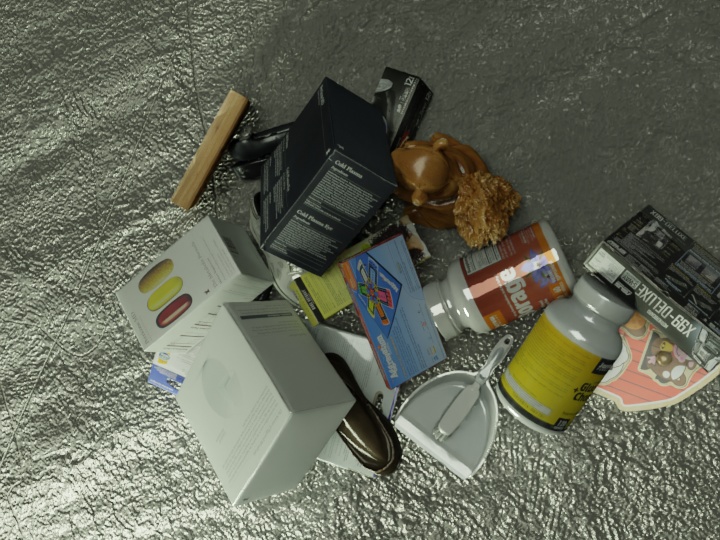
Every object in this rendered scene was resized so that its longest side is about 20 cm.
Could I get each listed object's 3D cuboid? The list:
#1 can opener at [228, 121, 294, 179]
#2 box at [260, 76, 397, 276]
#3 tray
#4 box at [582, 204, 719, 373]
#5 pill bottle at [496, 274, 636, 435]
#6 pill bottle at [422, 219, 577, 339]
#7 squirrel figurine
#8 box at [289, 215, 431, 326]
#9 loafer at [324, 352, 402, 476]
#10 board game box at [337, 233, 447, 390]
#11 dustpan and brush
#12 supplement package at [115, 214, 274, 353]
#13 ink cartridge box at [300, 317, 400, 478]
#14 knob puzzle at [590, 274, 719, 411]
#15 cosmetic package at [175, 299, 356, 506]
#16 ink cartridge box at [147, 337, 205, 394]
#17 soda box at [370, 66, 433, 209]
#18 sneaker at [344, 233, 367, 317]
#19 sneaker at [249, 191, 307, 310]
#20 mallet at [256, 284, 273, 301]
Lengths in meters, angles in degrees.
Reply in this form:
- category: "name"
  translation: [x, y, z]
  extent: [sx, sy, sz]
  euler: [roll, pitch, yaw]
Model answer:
- category: "can opener"
  translation: [-0.124, -0.215, 1.246]
  extent: [0.199, 0.079, 0.064]
  euler: [-19, 39, 12]
- category: "box"
  translation: [-0.051, -0.131, 1.067]
  extent: [0.182, 0.104, 0.201]
  euler: [-49, 30, 30]
- category: "tray"
  translation: [-0.242, -0.195, 1.252]
  extent: [0.037, 0.099, 0.201]
  euler: [28, 94, -10]
- category: "box"
  translation: [0.407, 0.015, 0.987]
  extent: [0.200, 0.157, 0.050]
  euler: [43, 134, 17]
- category: "pill bottle"
  translation: [0.274, 0.110, 1.015]
  extent: [0.112, 0.112, 0.201]
  euler: [36, 112, 18]
- category: "pill bottle"
  translation: [0.194, 0.019, 1.078]
  extent: [0.199, 0.112, 0.113]
  euler: [-26, 76, 14]
- category: "squirrel figurine"
  translation: [0.130, -0.121, 1.074]
  extent: [0.199, 0.187, 0.142]
  euler: [30, 93, 20]
- category: "box"
  translation: [0.000, 0.000, 1.117]
  extent: [0.199, 0.050, 0.076]
  euler: [-31, 87, -15]
- category: "loafer"
  translation: [-0.016, 0.211, 1.104]
  extent: [0.073, 0.071, 0.200]
  euler: [-40, 75, 10]
- category: "board game box"
  translation: [0.049, 0.059, 1.097]
  extent: [0.102, 0.019, 0.201]
  euler: [-26, 105, -19]
- category: "dustpan and brush"
  translation: [0.157, 0.177, 1.096]
  extent: [0.139, 0.057, 0.200]
  euler: [35, 76, 14]
- category: "supplement package"
  translation: [-0.255, 0.027, 1.183]
  extent: [0.200, 0.109, 0.114]
  euler: [-38, 70, 13]
- category: "ink cartridge box"
  translation: [-0.038, 0.190, 1.172]
  extent: [0.199, 0.041, 0.201]
  euler: [16, 90, 18]
- category: "knob puzzle"
  translation: [0.392, 0.099, 1.046]
  extent: [0.218, 0.030, 0.222]
  euler: [-2, 83, 18]
- category: "cosmetic package"
  translation: [-0.139, 0.183, 1.086]
  extent: [0.200, 0.122, 0.200]
  euler: [53, 125, 32]
- category: "ink cartridge box"
  translation: [-0.265, 0.108, 1.257]
  extent: [0.119, 0.042, 0.201]
  euler: [18, 87, 21]
- category: "soda box"
  translation: [0.037, -0.202, 1.176]
  extent: [0.063, 0.071, 0.201]
  euler: [23, 91, 24]
- category: "sneaker"
  translation: [-0.013, -0.013, 1.171]
  extent: [0.080, 0.071, 0.201]
  euler: [-33, 79, 8]
- category: "sneaker"
  translation: [-0.118, -0.034, 1.177]
  extent: [0.075, 0.115, 0.201]
  euler: [-30, 74, -12]
- category: "mallet"
  translation: [-0.172, 0.090, 1.235]
  extent: [0.041, 0.066, 0.201]
  euler: [21, 76, 25]
